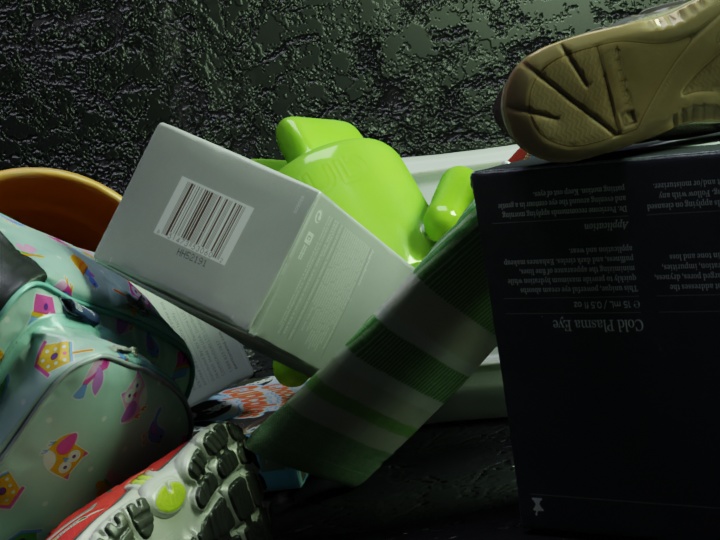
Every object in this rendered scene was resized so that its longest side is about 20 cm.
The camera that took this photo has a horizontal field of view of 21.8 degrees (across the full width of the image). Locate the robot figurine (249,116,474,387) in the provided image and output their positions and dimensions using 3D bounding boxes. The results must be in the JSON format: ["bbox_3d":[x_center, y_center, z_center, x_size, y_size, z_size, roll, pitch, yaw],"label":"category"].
[{"bbox_3d":[0.000,0.000,1.163,0.175,0.201,0.115,-44,-27,29],"label":"robot figurine"}]

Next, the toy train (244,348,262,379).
[{"bbox_3d":[-0.101,0.080,1.434,0.045,0.034,0.200,-13,7,-7],"label":"toy train"}]

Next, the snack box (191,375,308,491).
[{"bbox_3d":[-0.081,0.105,1.195,0.115,0.037,0.200,-8,7,7],"label":"snack box"}]

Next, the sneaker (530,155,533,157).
[{"bbox_3d":[0.171,-0.038,1.075,0.077,0.076,0.200,24,-10,44],"label":"sneaker"}]

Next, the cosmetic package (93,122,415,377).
[{"bbox_3d":[-0.045,0.002,1.007,0.106,0.091,0.200,23,-8,25],"label":"cosmetic package"}]

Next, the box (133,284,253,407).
[{"bbox_3d":[-0.188,0.068,1.163,0.199,0.098,0.124,-27,6,-24],"label":"box"}]

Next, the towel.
[{"bbox_3d":[0.036,0.035,1.017,0.200,0.023,0.152,-46,-24,5],"label":"towel"}]

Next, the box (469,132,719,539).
[{"bbox_3d":[0.169,0.029,0.892,0.199,0.184,0.104,-1,9,44],"label":"box"}]

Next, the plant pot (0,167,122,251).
[{"bbox_3d":[-0.239,0.046,1.324,0.199,0.202,0.183,-11,-8,-19],"label":"plant pot"}]

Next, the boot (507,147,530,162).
[{"bbox_3d":[0.188,-0.051,1.142,0.198,0.073,0.145,14,-42,-15],"label":"boot"}]

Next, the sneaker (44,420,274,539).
[{"bbox_3d":[-0.109,0.128,0.919,0.084,0.078,0.200,-15,2,25],"label":"sneaker"}]

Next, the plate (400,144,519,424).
[{"bbox_3d":[0.076,0.001,1.234,0.198,0.202,0.032,-7,-26,21],"label":"plate"}]

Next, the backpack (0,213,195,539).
[{"bbox_3d":[-0.177,0.073,0.980,0.153,0.176,0.200,37,6,22],"label":"backpack"}]

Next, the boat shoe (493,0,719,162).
[{"bbox_3d":[0.156,-0.096,0.878,0.198,0.073,0.065,-15,12,-9],"label":"boat shoe"}]
